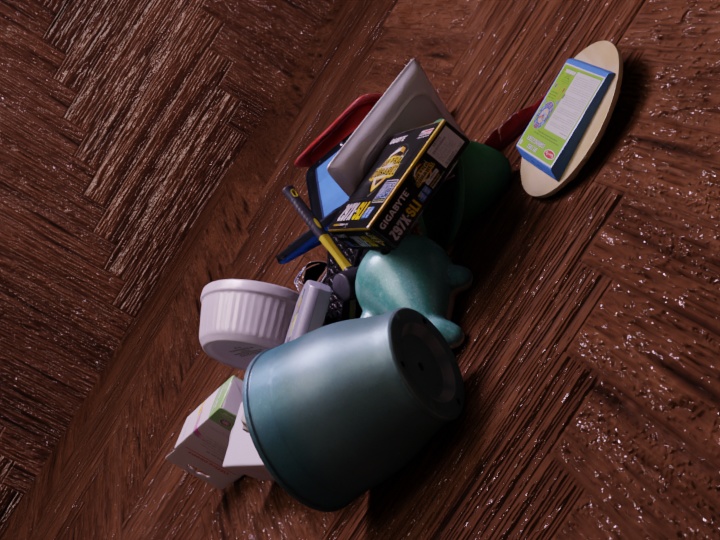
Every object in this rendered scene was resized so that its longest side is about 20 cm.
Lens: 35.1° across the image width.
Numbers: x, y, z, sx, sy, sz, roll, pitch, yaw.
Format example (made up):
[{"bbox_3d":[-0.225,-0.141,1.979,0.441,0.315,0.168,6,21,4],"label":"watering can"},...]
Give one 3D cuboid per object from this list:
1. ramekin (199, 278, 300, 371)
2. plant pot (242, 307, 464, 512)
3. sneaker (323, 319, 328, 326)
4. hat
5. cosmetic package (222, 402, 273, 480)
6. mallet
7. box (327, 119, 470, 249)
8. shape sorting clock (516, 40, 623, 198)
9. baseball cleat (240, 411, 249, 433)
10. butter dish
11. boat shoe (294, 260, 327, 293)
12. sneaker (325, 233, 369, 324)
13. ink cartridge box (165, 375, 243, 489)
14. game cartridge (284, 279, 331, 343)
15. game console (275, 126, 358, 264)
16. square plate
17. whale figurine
[{"bbox_3d":[-0.163,0.095,1.798,0.202,0.202,0.095,-29,46,58],"label":"ramekin"},{"bbox_3d":[0.004,0.138,1.262,0.188,0.200,0.200,-32,28,28],"label":"plant pot"},{"bbox_3d":[-0.064,0.115,1.671,0.106,0.075,0.200,-43,23,42],"label":"sneaker"},{"bbox_3d":[0.182,-0.120,1.481,0.200,0.175,0.166,106,155,-47],"label":"hat"},{"bbox_3d":[-0.109,0.231,1.561,0.200,0.074,0.102,-18,52,61],"label":"cosmetic package"},{"bbox_3d":[-0.052,-0.037,1.516,0.066,0.200,0.041,-24,-27,-43],"label":"mallet"},{"bbox_3d":[0.043,-0.102,1.410,0.160,0.049,0.200,-57,14,-7],"label":"box"},{"bbox_3d":[0.250,-0.177,1.348,0.200,0.039,0.200,-53,19,28],"label":"shape sorting clock"},{"bbox_3d":[-0.064,0.193,1.413,0.200,0.070,0.107,24,80,33],"label":"baseball cleat"},{"bbox_3d":[0.032,-0.178,1.813,0.200,0.199,0.148,-39,70,39],"label":"butter dish"},{"bbox_3d":[-0.064,0.021,1.828,0.200,0.072,0.072,-32,21,52],"label":"boat shoe"},{"bbox_3d":[0.000,0.000,1.600,0.072,0.083,0.201,48,136,40],"label":"sneaker"},{"bbox_3d":[-0.205,0.254,1.754,0.200,0.117,0.067,-41,23,43],"label":"ink cartridge box"},{"bbox_3d":[-0.077,0.082,1.527,0.200,0.041,0.134,131,160,-78],"label":"game cartridge"},{"bbox_3d":[-0.045,-0.121,1.673,0.200,0.119,0.171,-36,-4,42],"label":"game console"},{"bbox_3d":[0.066,-0.152,1.565,0.028,0.200,0.198,26,74,44],"label":"square plate"},{"bbox_3d":[0.060,0.030,1.391,0.159,0.104,0.200,-27,34,6],"label":"whale figurine"}]
